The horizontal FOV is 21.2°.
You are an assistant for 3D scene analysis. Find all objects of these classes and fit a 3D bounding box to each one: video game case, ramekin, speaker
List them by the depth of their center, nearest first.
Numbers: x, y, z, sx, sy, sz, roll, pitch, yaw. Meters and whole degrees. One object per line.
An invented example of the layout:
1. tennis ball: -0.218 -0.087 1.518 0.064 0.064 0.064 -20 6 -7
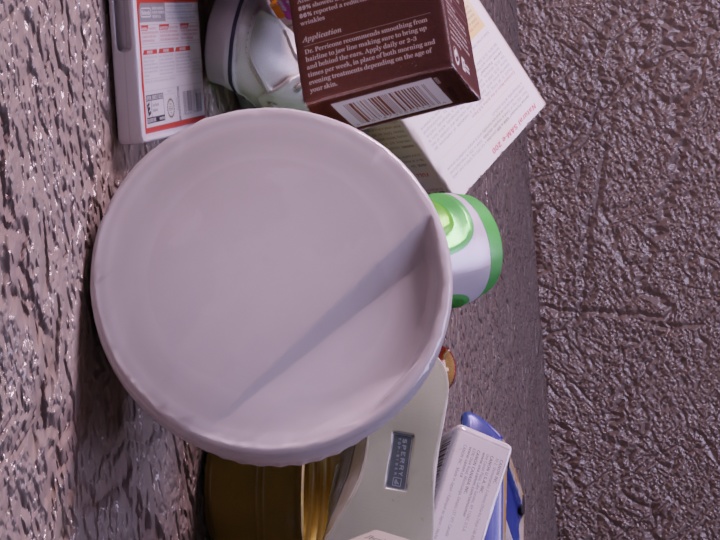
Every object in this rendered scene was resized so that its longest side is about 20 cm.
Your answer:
1. ramekin: -0.049 0.019 1.086 0.094 0.201 0.204 91 2 -69
2. video game case: -0.124 -0.181 1.160 0.143 0.017 0.201 -35 123 -77
3. speaker: 0.000 0.000 1.333 0.199 0.088 0.089 -13 106 -34

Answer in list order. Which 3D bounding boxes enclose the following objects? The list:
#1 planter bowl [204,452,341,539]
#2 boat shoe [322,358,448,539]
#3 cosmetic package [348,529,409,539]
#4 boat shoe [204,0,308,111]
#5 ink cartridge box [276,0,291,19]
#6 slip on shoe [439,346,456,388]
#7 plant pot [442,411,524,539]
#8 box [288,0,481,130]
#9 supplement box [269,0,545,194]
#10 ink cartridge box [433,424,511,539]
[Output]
1. planter bowl: -0.054 0.145 1.294 0.200 0.083 0.202 0 90 -77
2. boat shoe: 0.014 0.149 1.247 0.072 0.070 0.202 117 -13 -74
3. cosmetic package: -0.032 0.224 1.093 0.199 0.103 0.088 -15 106 -40
4. boat shoe: -0.055 -0.140 1.346 0.200 0.069 0.071 63 43 -70
5. ink cartridge box: -0.070 -0.263 1.260 0.197 0.043 0.201 58 25 -50
6. slip on shoe: 0.004 0.064 1.460 0.200 0.061 0.075 14 -80 59
7. plant pot: 0.033 0.222 1.500 0.200 0.179 0.201 67 23 -61
8. box: 0.006 -0.195 1.209 0.075 0.100 0.201 34 45 -68
9. supplement box: 0.038 -0.164 1.489 0.126 0.073 0.200 -46 113 -27
10. ink cartridge box: 0.029 0.217 1.317 0.176 0.044 0.201 138 -27 -69
